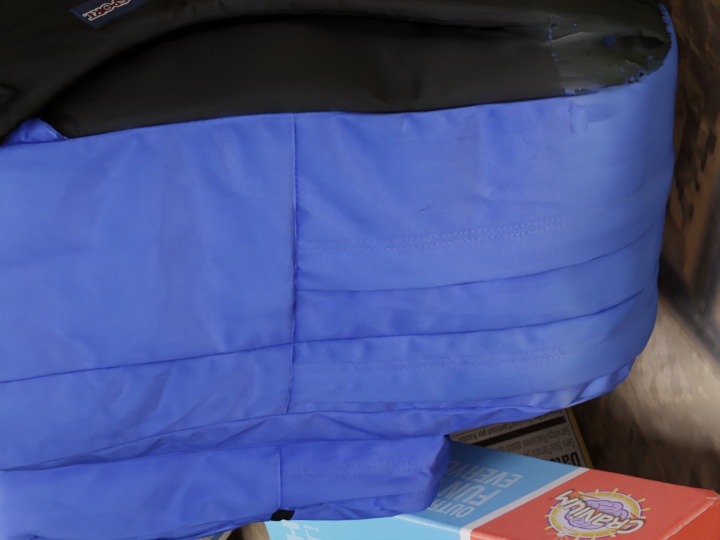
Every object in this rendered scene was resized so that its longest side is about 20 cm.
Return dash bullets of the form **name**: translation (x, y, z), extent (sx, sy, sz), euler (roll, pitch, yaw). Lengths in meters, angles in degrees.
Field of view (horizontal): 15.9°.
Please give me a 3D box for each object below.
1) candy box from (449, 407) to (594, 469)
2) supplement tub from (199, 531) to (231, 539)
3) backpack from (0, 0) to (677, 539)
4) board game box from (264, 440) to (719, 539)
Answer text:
- **candy box**: translation (0.000, 0.000, 0.827), extent (0.117, 0.056, 0.201), euler (-43, 64, 64)
- **supplement tub**: translation (-0.109, 0.040, 0.936), extent (0.200, 0.131, 0.133), euler (85, 162, -70)
- **backpack**: translation (-0.020, -0.022, 0.681), extent (0.163, 0.199, 0.169), euler (-113, 16, -53)
- **board game box**: translation (0.057, 0.147, 0.725), extent (0.153, 0.040, 0.201), euler (7, 121, 50)
